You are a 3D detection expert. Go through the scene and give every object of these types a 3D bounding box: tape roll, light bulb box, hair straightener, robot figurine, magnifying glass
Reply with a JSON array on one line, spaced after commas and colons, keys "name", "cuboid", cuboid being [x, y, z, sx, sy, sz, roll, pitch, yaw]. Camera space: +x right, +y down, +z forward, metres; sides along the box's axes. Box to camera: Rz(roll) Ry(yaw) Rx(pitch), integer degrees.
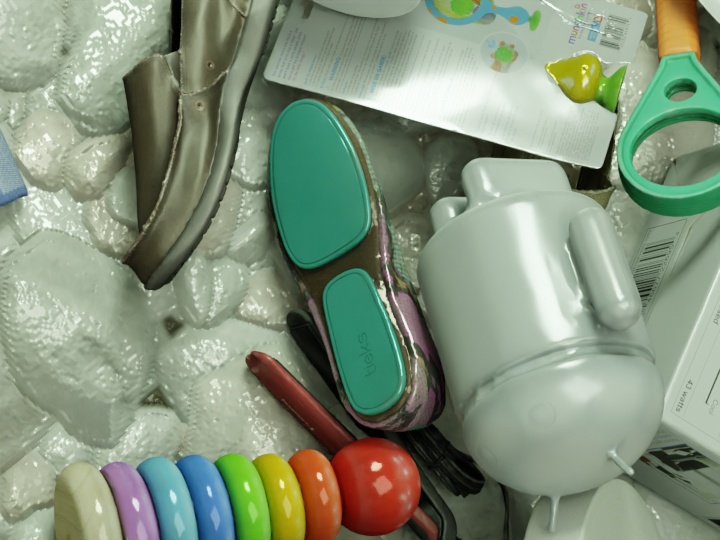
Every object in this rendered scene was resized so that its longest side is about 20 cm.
[{"name": "tape roll", "cuboid": [0.135, 0.217, 1.423, 0.202, 0.037, 0.205, -7, 90, -67]}, {"name": "light bulb box", "cuboid": [0.258, 0.054, 1.515, 0.199, 0.125, 0.199, 31, 72, -17]}, {"name": "hair straightener", "cuboid": [0.028, 0.094, 1.457, 0.200, 0.041, 0.077, 45, 69, -6]}, {"name": "robot figurine", "cuboid": [0.098, 0.036, 1.387, 0.112, 0.170, 0.201, -1, 60, -26]}, {"name": "magnifying glass", "cuboid": [0.189, -0.109, 1.506, 0.079, 0.022, 0.201, -8, 44, 12]}]

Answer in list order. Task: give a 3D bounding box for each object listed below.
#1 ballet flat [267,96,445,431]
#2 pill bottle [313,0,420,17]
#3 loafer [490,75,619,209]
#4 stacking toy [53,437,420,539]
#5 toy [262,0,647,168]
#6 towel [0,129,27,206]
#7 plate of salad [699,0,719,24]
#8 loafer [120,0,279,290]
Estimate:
[{"name": "ballet flat", "cuboid": [0.000, 0.000, 1.437, 0.071, 0.069, 0.201, 21, 46, -61]}, {"name": "pill bottle", "cuboid": [0.018, -0.251, 1.452, 0.108, 0.109, 0.201, 22, 70, -19]}, {"name": "loafer", "cuboid": [0.106, -0.034, 1.494, 0.075, 0.067, 0.202, 12, 79, -20]}, {"name": "stacking toy", "cuboid": [-0.062, 0.131, 1.388, 0.198, 0.085, 0.086, -9, 87, -20]}, {"name": "toy", "cuboid": [0.056, -0.120, 1.471, 0.198, 0.047, 0.116, 14, 59, 10]}, {"name": "towel", "cuboid": [-0.281, -0.101, 1.366, 0.146, 0.024, 0.201, -29, 97, -25]}, {"name": "plate of salad", "cuboid": [0.262, -0.192, 1.578, 0.199, 0.048, 0.201, 15, 54, -22]}, {"name": "loafer", "cuboid": [-0.103, -0.086, 1.419, 0.070, 0.073, 0.202, 18, 71, -10]}]
